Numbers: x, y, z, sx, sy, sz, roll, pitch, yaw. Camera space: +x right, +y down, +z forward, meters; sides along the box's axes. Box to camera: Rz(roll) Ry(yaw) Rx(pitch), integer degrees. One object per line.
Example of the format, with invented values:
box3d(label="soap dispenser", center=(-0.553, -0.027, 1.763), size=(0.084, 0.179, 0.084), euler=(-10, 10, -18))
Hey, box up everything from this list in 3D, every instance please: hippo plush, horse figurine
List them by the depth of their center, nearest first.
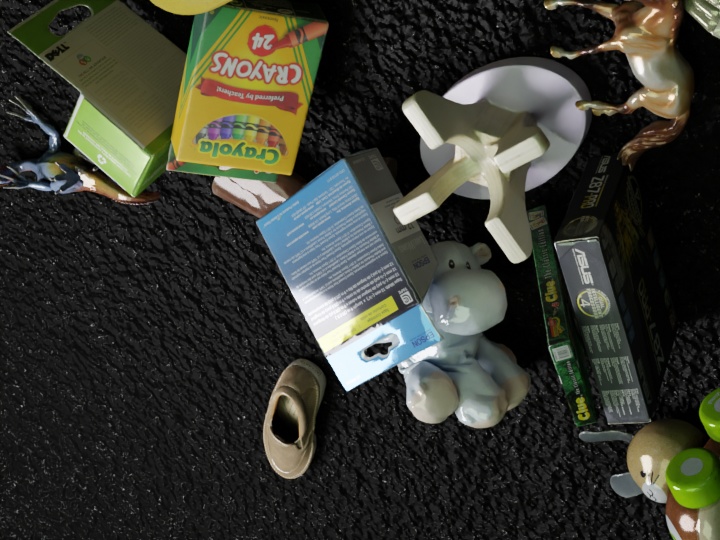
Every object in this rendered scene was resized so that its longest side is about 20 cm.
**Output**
box3d(label="horse figurine", center=(0.241, -0.177, 1.196), size=(0.131, 0.050, 0.201), euler=(0, 138, 35))
box3d(label="hippo plush", center=(0.109, 0.051, 1.441), size=(0.200, 0.157, 0.163), euler=(-128, 45, -54))

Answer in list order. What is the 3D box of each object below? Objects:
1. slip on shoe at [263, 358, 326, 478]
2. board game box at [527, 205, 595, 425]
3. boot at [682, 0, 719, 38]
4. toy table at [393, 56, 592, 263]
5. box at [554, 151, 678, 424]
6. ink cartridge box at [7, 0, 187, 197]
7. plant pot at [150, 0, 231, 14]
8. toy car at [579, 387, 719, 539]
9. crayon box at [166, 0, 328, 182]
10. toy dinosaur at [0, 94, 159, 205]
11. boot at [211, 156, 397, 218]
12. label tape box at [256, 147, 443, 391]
box3d(label="slip on shoe", center=(-0.090, 0.198, 1.713), size=(0.075, 0.061, 0.201), euler=(29, 134, 11))
box3d(label="board game box", center=(0.190, 0.039, 1.300), size=(0.023, 0.201, 0.106), euler=(-13, 127, 11))
box3d(label="boot", center=(0.344, -0.240, 1.077), size=(0.199, 0.072, 0.156), euler=(34, 135, 17))
box3d(label="toy table", center=(0.119, -0.109, 1.299), size=(0.184, 0.117, 0.200), euler=(44, 135, -4))
box3d(label="box", center=(0.242, 0.015, 1.277), size=(0.048, 0.162, 0.202), euler=(-6, 119, 29))
box3d(label="ink cartridge box", center=(-0.265, -0.200, 1.465), size=(0.199, 0.148, 0.076), euler=(40, 137, 2))
box3d(label="plant pot", center=(-0.140, -0.347, 1.245), size=(0.199, 0.196, 0.195), euler=(-22, 110, 49))
box3d(label="toy car", center=(0.318, 0.213, 1.401), size=(0.198, 0.158, 0.165), euler=(4, 137, 45))
box3d(label="crayon box", center=(-0.116, -0.174, 1.376), size=(0.125, 0.051, 0.202), euler=(5, 120, -19))
box3d(label="toy dinosaur", center=(-0.371, -0.109, 1.656), size=(0.200, 0.106, 0.181), euler=(42, 158, -19))
box3d(label="boot", center=(-0.069, -0.101, 1.476), size=(0.199, 0.064, 0.187), euler=(37, 134, 11))
box3d(label="label tape box", center=(0.000, 0.000, 1.387), size=(0.143, 0.066, 0.202), euler=(-31, 87, 38))
